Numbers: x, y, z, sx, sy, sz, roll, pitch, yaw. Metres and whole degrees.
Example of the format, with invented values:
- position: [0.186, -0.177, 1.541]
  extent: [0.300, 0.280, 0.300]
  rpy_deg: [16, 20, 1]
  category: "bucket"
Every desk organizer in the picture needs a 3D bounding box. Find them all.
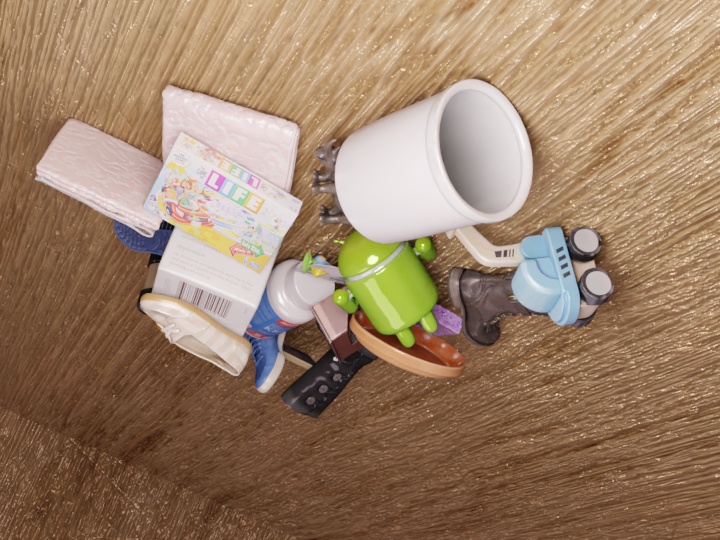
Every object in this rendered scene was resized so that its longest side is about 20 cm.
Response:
- position: [-0.028, 0.092, 1.759]
  extent: [0.072, 0.076, 0.200]
  rpy_deg: [59, 176, 14]
  category: "desk organizer"

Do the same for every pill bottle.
- position: [-0.131, 0.046, 1.801]
  extent: [0.111, 0.114, 0.199]
  rpy_deg: [31, 150, -22]
  category: "pill bottle"

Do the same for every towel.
- position: [-0.376, -0.144, 1.561]
  extent: [0.198, 0.192, 0.032]
  rpy_deg: [27, 119, -13]
  category: "towel"
- position: [-0.193, -0.160, 1.491]
  extent: [0.197, 0.032, 0.193]
  rpy_deg: [16, 135, 3]
  category: "towel"

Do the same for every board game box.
- position: [-0.200, -0.095, 1.491]
  extent: [0.198, 0.034, 0.135]
  rpy_deg: [29, 130, -10]
  category: "board game box"

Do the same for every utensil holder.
- position: [0.087, -0.129, 1.291]
  extent: [0.169, 0.172, 0.199]
  rpy_deg: [36, 151, -29]
  category: "utensil holder"

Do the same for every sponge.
- position: [0.086, 0.078, 1.760]
  extent: [0.110, 0.030, 0.200]
  rpy_deg: [28, 165, -15]
  category: "sponge"

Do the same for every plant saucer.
- position: [0.073, 0.121, 1.648]
  extent: [0.198, 0.033, 0.200]
  rpy_deg: [23, -168, -5]
  category: "plant saucer"

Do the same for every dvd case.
- position: [-0.175, 0.145, 2.046]
  extent: [0.198, 0.016, 0.149]
  rpy_deg: [28, 180, -16]
  category: "dvd case"

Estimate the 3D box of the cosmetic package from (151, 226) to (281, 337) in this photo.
- position: [-0.221, -0.025, 1.637]
  extent: [0.163, 0.202, 0.165]
  rpy_deg: [23, 151, -7]
  category: "cosmetic package"

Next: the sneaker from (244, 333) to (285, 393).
- position: [-0.196, 0.127, 1.906]
  extent: [0.110, 0.202, 0.077]
  rpy_deg: [31, 132, -21]
  category: "sneaker"

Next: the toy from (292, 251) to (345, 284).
- position: [0.000, 0.000, 1.689]
  extent: [0.197, 0.048, 0.115]
  rpy_deg: [10, 171, -22]
  category: "toy"

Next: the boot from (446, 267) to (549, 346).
- position: [0.240, 0.061, 1.634]
  extent: [0.172, 0.070, 0.201]
  rpy_deg: [2, 146, 31]
  category: "boot"

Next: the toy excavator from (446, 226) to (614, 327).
- position: [0.233, -0.013, 1.454]
  extent: [0.196, 0.197, 0.100]
  rpy_deg: [-7, 156, -11]
  category: "toy excavator"

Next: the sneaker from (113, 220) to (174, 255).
- position: [-0.343, -0.059, 1.803]
  extent: [0.198, 0.071, 0.077]
  rpy_deg: [22, -170, 31]
  category: "sneaker"

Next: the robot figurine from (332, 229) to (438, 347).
- position: [0.043, 0.015, 1.576]
  extent: [0.174, 0.116, 0.201]
  rpy_deg: [-32, 105, 6]
  category: "robot figurine"

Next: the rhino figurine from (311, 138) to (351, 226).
- position: [-0.025, -0.128, 1.474]
  extent: [0.086, 0.061, 0.201]
  rpy_deg: [-5, 148, 3]
  category: "rhino figurine"

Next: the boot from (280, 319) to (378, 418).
- position: [-0.080, 0.179, 1.950]
  extent: [0.200, 0.066, 0.164]
  rpy_deg: [-42, 122, 20]
  category: "boot"

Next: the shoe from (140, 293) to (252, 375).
- position: [-0.257, 0.098, 1.603]
  extent: [0.198, 0.054, 0.070]
  rpy_deg: [32, 149, -21]
  category: "shoe"

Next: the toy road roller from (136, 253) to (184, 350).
- position: [-0.311, 0.049, 1.924]
  extent: [0.144, 0.124, 0.201]
  rpy_deg: [-8, 143, 23]
  category: "toy road roller"
